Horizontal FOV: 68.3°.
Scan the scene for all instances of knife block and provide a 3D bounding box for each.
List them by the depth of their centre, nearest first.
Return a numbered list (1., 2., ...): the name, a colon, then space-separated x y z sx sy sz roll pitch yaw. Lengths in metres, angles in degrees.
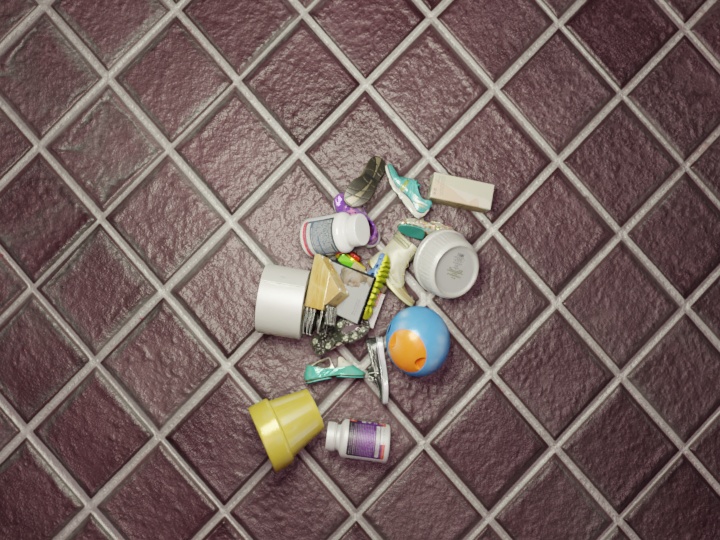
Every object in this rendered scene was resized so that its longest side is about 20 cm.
1. knife block: -0.128 0.082 1.573 0.174 0.064 0.204 -38 64 15

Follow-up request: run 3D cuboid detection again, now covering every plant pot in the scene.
1. plant pot: -0.216 0.460 1.593 0.184 0.200 0.207 -26 89 -18

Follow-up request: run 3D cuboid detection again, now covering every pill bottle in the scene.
1. pill bottle: -0.075 -0.110 1.597 0.194 0.118 0.125 -6 88 33
2. pill bottle: -0.008 0.519 1.625 0.191 0.111 0.116 8 88 -1

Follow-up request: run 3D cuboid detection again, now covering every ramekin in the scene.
1. ramekin: 0.267 -0.013 1.610 0.192 0.105 0.209 -7 110 -18

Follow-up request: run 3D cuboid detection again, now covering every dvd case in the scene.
1. dvd case: -0.057 0.057 1.588 0.195 0.017 0.148 20 90 31

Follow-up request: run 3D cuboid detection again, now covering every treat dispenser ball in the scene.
1. treat dispenser ball: 0.172 0.211 1.593 0.192 0.201 0.210 0 88 -1

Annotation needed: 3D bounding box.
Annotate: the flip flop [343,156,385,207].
1. flip flop: 0.013 -0.274 1.669 0.080 0.058 0.204 34 65 -7

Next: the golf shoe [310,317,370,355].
1. golf shoe: -0.059 0.193 1.634 0.194 0.088 0.080 -23 83 8

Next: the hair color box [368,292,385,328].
1. hair color box: -0.030 0.090 1.662 0.194 0.064 0.115 22 89 1

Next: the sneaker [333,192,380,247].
1. sneaker: -0.009 -0.163 1.658 0.080 0.088 0.201 -40 88 0

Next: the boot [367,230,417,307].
1. boot: 0.137 -0.003 1.663 0.154 0.072 0.201 -43 87 -2

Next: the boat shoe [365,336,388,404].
1. boat shoe: 0.048 0.312 1.651 0.065 0.074 0.208 -7 87 -2

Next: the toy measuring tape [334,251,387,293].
1. toy measuring tape: 0.000 0.000 1.664 0.197 0.074 0.075 36 88 -4

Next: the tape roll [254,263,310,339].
1. tape roll: -0.229 0.093 1.590 0.133 0.203 0.212 8 88 0

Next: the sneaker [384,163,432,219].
1. sneaker: 0.147 -0.255 1.656 0.079 0.077 0.202 -39 78 8

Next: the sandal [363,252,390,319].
1. sandal: 0.025 0.037 1.597 0.085 0.079 0.205 24 83 25

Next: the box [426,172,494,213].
1. box: 0.311 -0.242 1.663 0.192 0.095 0.081 12 89 1

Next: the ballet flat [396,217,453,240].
1. ballet flat: 0.209 -0.130 1.679 0.193 0.076 0.066 17 57 -5

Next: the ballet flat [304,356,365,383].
1. ballet flat: -0.081 0.306 1.652 0.191 0.067 0.074 -6 78 1
